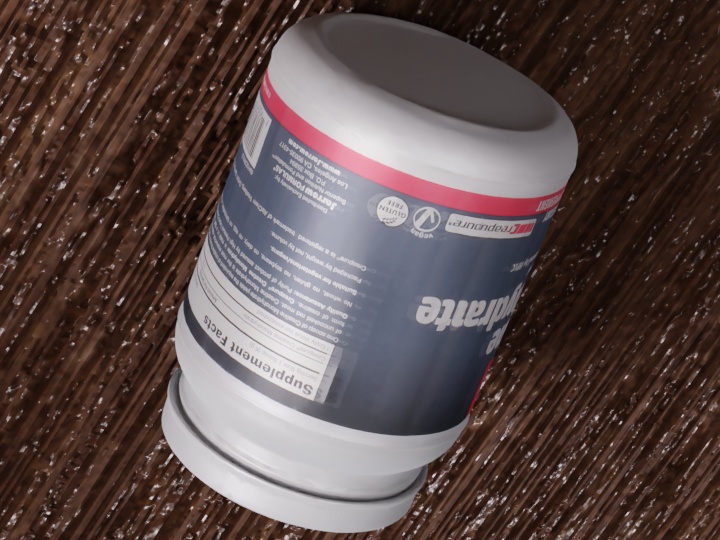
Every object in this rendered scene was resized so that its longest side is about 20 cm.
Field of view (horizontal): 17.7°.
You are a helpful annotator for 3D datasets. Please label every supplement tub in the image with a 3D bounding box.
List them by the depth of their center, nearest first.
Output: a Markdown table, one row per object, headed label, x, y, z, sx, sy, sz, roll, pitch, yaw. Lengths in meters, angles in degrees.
| label | x | y | z | sx | sy | sz | roll | pitch | yaw |
| --- | --- | --- | --- | --- | --- | --- | --- | --- | --- |
| supplement tub | 0.000 | 0.000 | 1.024 | 0.140 | 0.140 | 0.200 | 8 | 116 | -28 |
